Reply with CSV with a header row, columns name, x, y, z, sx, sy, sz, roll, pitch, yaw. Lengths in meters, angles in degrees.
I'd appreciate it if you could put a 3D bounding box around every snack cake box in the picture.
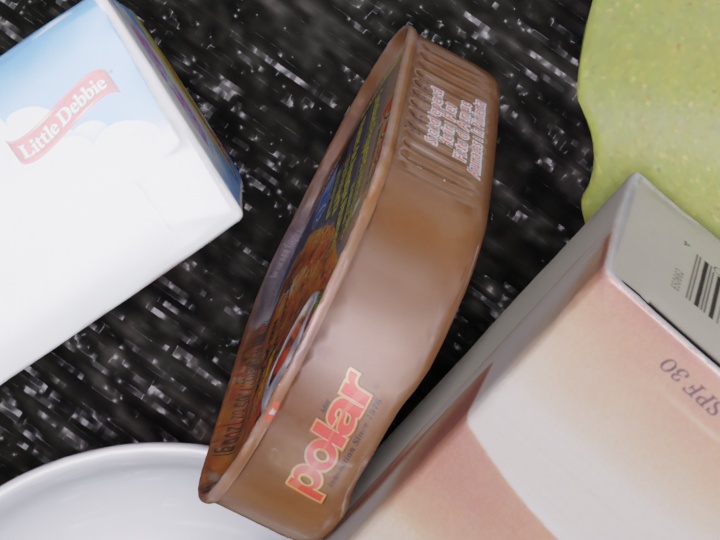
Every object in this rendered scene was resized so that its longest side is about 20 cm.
name,x,y,z,sx,sy,sz,roll,pitch,yaw
snack cake box,-0.097,-0.016,0.693,0.115,0.200,0.067,-33,96,0

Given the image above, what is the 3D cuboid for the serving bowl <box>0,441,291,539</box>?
name,x,y,z,sx,sy,sz,roll,pitch,yaw
serving bowl,-0.059,0.151,0.775,0.199,0.066,0.201,0,92,0

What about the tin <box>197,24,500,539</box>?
name,x,y,z,sx,sy,sz,roll,pitch,yaw
tin,0.000,0.000,0.707,0.042,0.200,0.112,23,115,-5

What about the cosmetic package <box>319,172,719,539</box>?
name,x,y,z,sx,sy,sz,roll,pitch,yaw
cosmetic package,0.043,0.086,0.666,0.103,0.087,0.200,39,113,-3

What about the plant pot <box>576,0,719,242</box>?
name,x,y,z,sx,sy,sz,roll,pitch,yaw
plant pot,0.169,-0.045,0.704,0.184,0.200,0.201,9,92,30
